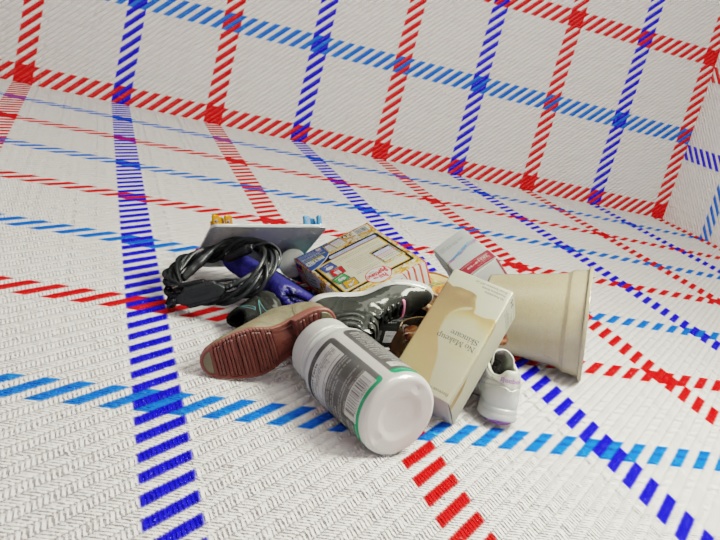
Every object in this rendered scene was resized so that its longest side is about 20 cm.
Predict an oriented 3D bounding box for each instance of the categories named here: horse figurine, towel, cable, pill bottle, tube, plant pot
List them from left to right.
[{"bbox_3d":[-0.220,0.001,1.456,0.198,0.051,0.164,-17,28,2],"label":"cable"},{"bbox_3d":[-0.140,0.033,1.526,0.147,0.050,0.199,30,0,-43],"label":"towel"},{"bbox_3d":[-0.104,0.002,1.665,0.077,0.051,0.200,23,-5,11],"label":"tube"},{"bbox_3d":[-0.003,0.145,1.193,0.112,0.114,0.200,4,19,-35],"label":"pill bottle"},{"bbox_3d":[0.155,0.086,1.428,0.198,0.050,0.133,15,20,-11],"label":"horse figurine"},{"bbox_3d":[0.313,0.082,1.613,0.182,0.203,0.200,7,13,14],"label":"plant pot"}]

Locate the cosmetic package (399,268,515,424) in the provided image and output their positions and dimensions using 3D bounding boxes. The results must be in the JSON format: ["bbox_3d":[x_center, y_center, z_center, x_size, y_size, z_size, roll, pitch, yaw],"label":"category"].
[{"bbox_3d":[0.135,0.107,1.307,0.104,0.201,0.071,21,-27,24],"label":"cosmetic package"}]

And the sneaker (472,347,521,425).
[{"bbox_3d":[0.204,0.155,1.380,0.074,0.101,0.200,9,15,-13],"label":"sneaker"}]

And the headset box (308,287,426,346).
[{"bbox_3d":[0.008,0.058,1.581,0.148,0.078,0.200,5,19,-31],"label":"headset box"}]

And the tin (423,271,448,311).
[{"bbox_3d":[0.133,0.039,1.569,0.199,0.042,0.112,10,26,-50],"label":"tin"}]

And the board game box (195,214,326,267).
[{"bbox_3d":[-0.183,-0.051,1.585,0.198,0.026,0.200,-1,-18,-22],"label":"board game box"}]

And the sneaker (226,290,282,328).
[{"bbox_3d":[-0.128,0.097,1.364,0.079,0.076,0.199,-19,29,-32],"label":"sneaker"}]

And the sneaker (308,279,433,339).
[{"bbox_3d":[0.026,0.074,1.345,0.198,0.071,0.100,-8,39,-16],"label":"sneaker"}]

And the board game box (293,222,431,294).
[{"bbox_3d":[0.000,0.000,1.497,0.151,0.047,0.200,-27,32,-17],"label":"board game box"}]

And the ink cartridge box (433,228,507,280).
[{"bbox_3d":[0.237,0.018,1.790,0.146,0.083,0.200,53,1,-23],"label":"ink cartridge box"}]

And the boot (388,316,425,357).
[{"bbox_3d":[0.130,0.118,1.489,0.199,0.076,0.073,2,18,-43],"label":"boot"}]

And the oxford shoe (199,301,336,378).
[{"bbox_3d":[-0.134,0.096,1.267,0.198,0.071,0.075,-16,23,-22],"label":"oxford shoe"}]
